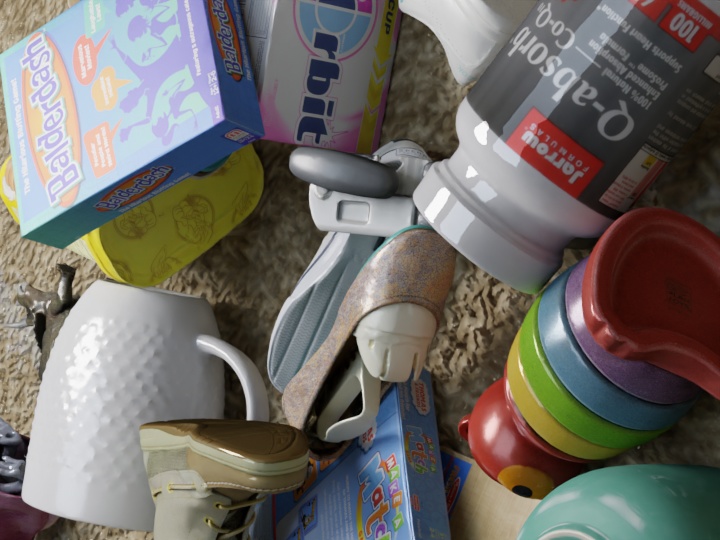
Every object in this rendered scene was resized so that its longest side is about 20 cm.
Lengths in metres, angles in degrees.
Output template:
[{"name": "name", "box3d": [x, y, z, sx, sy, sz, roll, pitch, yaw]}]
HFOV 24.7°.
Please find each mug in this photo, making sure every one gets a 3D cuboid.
[{"name": "mug", "box3d": [0.152, 0.199, 0.898, 0.152, 0.114, 0.187, -12, 76, 49]}, {"name": "mug", "box3d": [-0.155, 0.105, 1.268, 0.199, 0.147, 0.177, 10, 90, 32]}]

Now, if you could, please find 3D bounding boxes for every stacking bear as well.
[{"name": "stacking bear", "box3d": [0.131, 0.064, 0.949, 0.200, 0.121, 0.114, -51, 23, 45]}]

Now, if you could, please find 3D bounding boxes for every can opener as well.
[{"name": "can opener", "box3d": [0.051, -0.043, 1.036, 0.199, 0.066, 0.053, 7, 92, 20]}]

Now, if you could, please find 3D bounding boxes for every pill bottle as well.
[{"name": "pill bottle", "box3d": [0.126, -0.092, 0.933, 0.200, 0.116, 0.116, -53, 48, 15]}]

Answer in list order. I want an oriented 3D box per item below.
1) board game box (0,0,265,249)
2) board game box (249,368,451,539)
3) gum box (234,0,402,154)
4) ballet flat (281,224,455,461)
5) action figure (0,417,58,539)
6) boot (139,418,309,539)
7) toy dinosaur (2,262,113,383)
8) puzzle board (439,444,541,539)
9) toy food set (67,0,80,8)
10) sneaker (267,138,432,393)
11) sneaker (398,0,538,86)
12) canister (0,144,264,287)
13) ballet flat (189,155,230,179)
[{"name": "board game box", "box3d": [-0.166, -0.124, 1.156, 0.199, 0.045, 0.153, -27, 64, 30]}, {"name": "board game box", "box3d": [-0.014, 0.178, 1.129, 0.200, 0.036, 0.152, -48, 34, 37]}, {"name": "gum box", "box3d": [-0.032, -0.190, 1.165, 0.066, 0.113, 0.202, 18, 100, 49]}, {"name": "ballet flat", "box3d": [0.010, 0.057, 1.069, 0.200, 0.068, 0.068, 122, 149, -41]}, {"name": "action figure", "box3d": [-0.316, 0.240, 1.498, 0.148, 0.134, 0.201, 12, 113, 8]}, {"name": "boot", "box3d": [-0.091, 0.181, 1.116, 0.200, 0.072, 0.156, -3, 89, 59]}, {"name": "toy dinosaur", "box3d": [-0.249, 0.062, 1.419, 0.103, 0.077, 0.200, -66, 28, 26]}, {"name": "puzzle board", "box3d": [0.057, 0.222, 1.049, 0.150, 0.017, 0.201, 15, 81, 55]}, {"name": "toy food set", "box3d": [-0.136, -0.245, 1.266, 0.200, 0.197, 0.049, 53, 167, 48]}, {"name": "sneaker", "box3d": [0.000, 0.000, 1.144, 0.201, 0.073, 0.071, -58, 7, 19]}, {"name": "sneaker", "box3d": [0.047, -0.217, 1.114, 0.089, 0.075, 0.201, -53, 49, 48]}, {"name": "canister", "box3d": [-0.190, -0.071, 1.322, 0.200, 0.148, 0.087, 20, 143, 52]}, {"name": "ballet flat", "box3d": [-0.112, -0.137, 1.232, 0.069, 0.069, 0.201, -32, 24, 44]}]
